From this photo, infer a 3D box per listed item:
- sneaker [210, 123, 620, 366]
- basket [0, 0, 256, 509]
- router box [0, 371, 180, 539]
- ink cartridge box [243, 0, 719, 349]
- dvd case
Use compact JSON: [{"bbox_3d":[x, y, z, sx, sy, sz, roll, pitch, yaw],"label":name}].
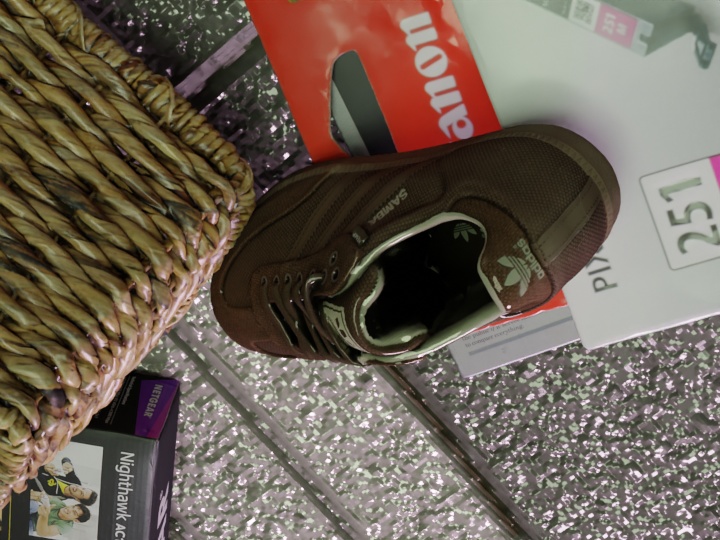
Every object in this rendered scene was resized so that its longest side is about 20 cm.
[{"bbox_3d":[0.000,0.000,0.730,0.199,0.076,0.071,-22,108,44],"label":"sneaker"},{"bbox_3d":[-0.162,-0.026,0.782,0.200,0.149,0.143,40,155,0],"label":"basket"},{"bbox_3d":[-0.162,0.132,0.890,0.148,0.051,0.202,10,119,3],"label":"router box"},{"bbox_3d":[0.054,-0.064,0.724,0.172,0.044,0.201,-16,114,16],"label":"ink cartridge box"},{"bbox_3d":[0.066,-0.067,0.758,0.149,0.025,0.201,-20,113,19],"label":"dvd case"}]
